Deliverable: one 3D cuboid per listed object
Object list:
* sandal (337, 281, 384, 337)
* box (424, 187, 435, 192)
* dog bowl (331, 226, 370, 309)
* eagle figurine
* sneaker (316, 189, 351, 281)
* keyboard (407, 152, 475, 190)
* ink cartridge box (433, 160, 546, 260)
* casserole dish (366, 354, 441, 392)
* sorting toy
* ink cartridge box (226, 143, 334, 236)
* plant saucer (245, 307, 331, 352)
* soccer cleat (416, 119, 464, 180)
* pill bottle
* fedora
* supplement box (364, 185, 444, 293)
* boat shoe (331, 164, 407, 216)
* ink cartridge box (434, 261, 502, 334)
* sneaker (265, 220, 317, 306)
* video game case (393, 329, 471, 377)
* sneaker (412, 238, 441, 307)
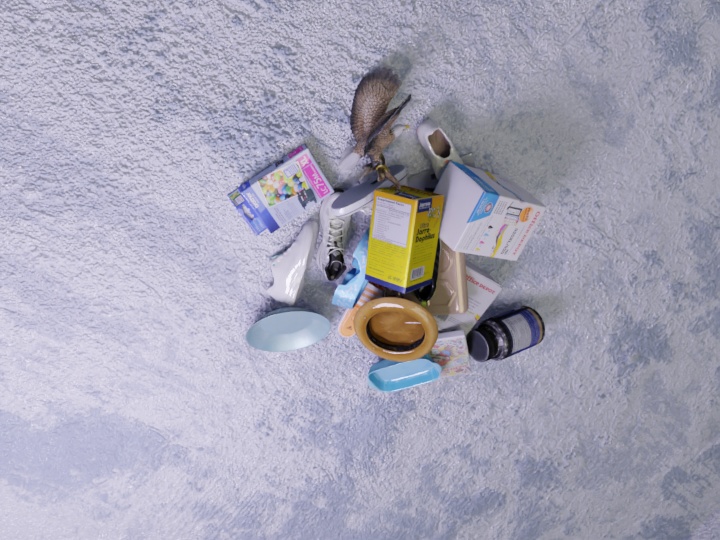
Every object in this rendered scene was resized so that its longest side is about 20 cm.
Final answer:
[{"bbox_3d":[0.014,0.088,1.498,0.079,0.059,0.207,17,110,-27],"label":"sandal"},{"bbox_3d":[0.200,-0.131,1.453,0.199,0.032,0.122,0,122,-22],"label":"box"},{"bbox_3d":[0.000,0.000,1.406,0.049,0.111,0.201,28,105,6],"label":"dog bowl"},{"bbox_3d":[0.038,-0.288,1.255,0.151,0.151,0.201,-53,153,-37],"label":"eagle figurine"},{"bbox_3d":[-0.047,-0.069,1.356,0.075,0.115,0.201,0,117,-17],"label":"sneaker"},{"bbox_3d":[0.173,-0.212,1.420,0.199,0.011,0.057,-23,118,-7],"label":"keyboard"},{"bbox_3d":[0.270,-0.127,1.358,0.199,0.145,0.148,7,120,-35],"label":"ink cartridge box"},{"bbox_3d":[0.110,0.257,1.579,0.199,0.039,0.121,-20,136,19],"label":"casserole dish"},{"bbox_3d":[0.152,0.015,1.469,0.199,0.036,0.186,-5,102,8],"label":"sorting toy"},{"bbox_3d":[-0.168,-0.163,1.309,0.199,0.042,0.120,-32,123,2],"label":"ink cartridge box"},{"bbox_3d":[-0.170,0.130,1.439,0.200,0.039,0.201,-10,150,-6],"label":"plant saucer"},{"bbox_3d":[0.188,-0.242,1.360,0.069,0.078,0.200,-38,120,2],"label":"soccer cleat"},{"bbox_3d":[0.375,0.169,1.610,0.199,0.112,0.112,-15,123,-30],"label":"pill bottle"},{"bbox_3d":[0.086,0.121,1.439,0.199,0.082,0.201,8,126,11],"label":"fedora"},{"bbox_3d":[0.092,-0.069,1.308,0.109,0.108,0.201,-17,119,-50],"label":"supplement box"},{"bbox_3d":[0.027,-0.149,1.343,0.202,0.074,0.086,-36,125,-28],"label":"boat shoe"},{"bbox_3d":[0.234,0.075,1.553,0.144,0.084,0.200,26,108,-29],"label":"ink cartridge box"},{"bbox_3d":[-0.158,-0.023,1.378,0.088,0.075,0.201,21,102,5],"label":"sneaker"},{"bbox_3d":[0.179,0.225,1.589,0.199,0.023,0.182,-10,139,9],"label":"video game case"},{"bbox_3d":[0.149,-0.018,1.400,0.071,0.083,0.201,-3,102,7],"label":"sneaker"}]
